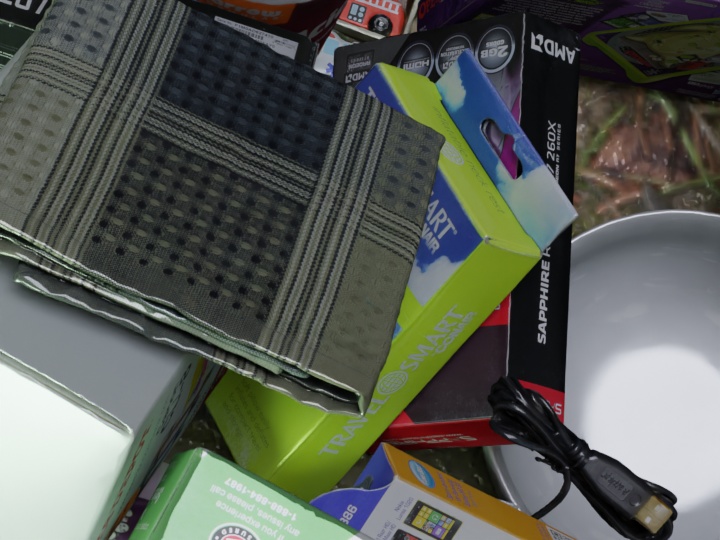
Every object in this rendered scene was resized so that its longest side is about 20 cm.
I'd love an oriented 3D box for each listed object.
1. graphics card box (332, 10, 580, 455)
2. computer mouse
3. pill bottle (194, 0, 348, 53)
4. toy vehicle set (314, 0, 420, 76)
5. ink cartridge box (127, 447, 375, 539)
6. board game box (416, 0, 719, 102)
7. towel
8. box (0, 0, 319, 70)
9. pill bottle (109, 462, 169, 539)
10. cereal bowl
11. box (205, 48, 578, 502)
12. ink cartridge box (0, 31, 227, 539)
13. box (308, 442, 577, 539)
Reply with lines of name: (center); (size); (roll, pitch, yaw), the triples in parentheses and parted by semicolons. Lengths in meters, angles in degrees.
graphics card box: (0.041, -0.016, 1.380); (0.051, 0.125, 0.201); (18, 72, -45)
computer mouse: (0.055, 0.125, 1.343); (0.110, 0.200, 0.044); (31, 44, -18)
pill bottle: (-0.050, -0.163, 1.360); (0.114, 0.200, 0.114); (3, 73, -11)
toy vehicle set: (-0.017, -0.102, 1.470); (0.200, 0.027, 0.125); (20, 71, -6)
ink cartridge box: (-0.057, 0.193, 1.176); (0.145, 0.088, 0.200); (29, 79, -8)
board game box: (0.142, -0.126, 1.443); (0.200, 0.120, 0.032); (9, 75, -24)
towel: (-0.067, -0.035, 1.215); (0.192, 0.035, 0.200); (26, 39, -6)
box: (-0.134, -0.086, 1.367); (0.200, 0.160, 0.044); (17, 64, -6)
pill bottle: (-0.142, 0.130, 1.328); (0.200, 0.112, 0.113); (17, 71, -7)
cereal bowl: (0.155, 0.074, 1.419); (0.200, 0.083, 0.201); (1, 75, -3)
box: (0.000, 0.000, 1.346); (0.048, 0.200, 0.122); (15, 35, -46)
ink cartridge box: (-0.137, 0.023, 1.246); (0.144, 0.145, 0.200); (30, 42, 4)
box: (0.045, 0.161, 1.282); (0.200, 0.041, 0.119); (29, 105, -18)
